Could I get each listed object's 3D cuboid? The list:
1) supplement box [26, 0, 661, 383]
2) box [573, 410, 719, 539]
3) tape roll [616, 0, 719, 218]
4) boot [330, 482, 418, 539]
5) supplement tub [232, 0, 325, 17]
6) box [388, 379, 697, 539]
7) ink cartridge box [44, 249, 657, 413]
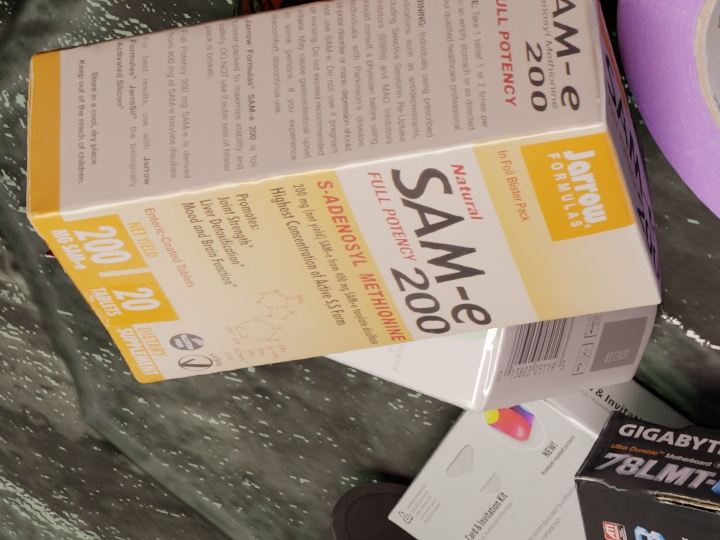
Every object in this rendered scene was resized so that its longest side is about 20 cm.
[{"bbox_3d":[-0.003,-0.031,1.013,0.200,0.074,0.126,-10,148,11],"label":"supplement box"},{"bbox_3d":[0.198,0.160,1.188,0.198,0.050,0.200,11,134,29],"label":"box"},{"bbox_3d":[0.190,-0.075,0.977,0.200,0.066,0.200,24,142,20],"label":"tape roll"},{"bbox_3d":[0.049,0.197,1.441,0.188,0.069,0.200,29,153,1],"label":"boot"},{"bbox_3d":[0.022,-0.124,1.035,0.107,0.107,0.200,34,145,5],"label":"supplement tub"},{"bbox_3d":[0.124,0.125,1.286,0.200,0.041,0.156,35,144,3],"label":"box"},{"bbox_3d":[0.000,0.000,1.161,0.200,0.161,0.050,22,102,24],"label":"ink cartridge box"}]
